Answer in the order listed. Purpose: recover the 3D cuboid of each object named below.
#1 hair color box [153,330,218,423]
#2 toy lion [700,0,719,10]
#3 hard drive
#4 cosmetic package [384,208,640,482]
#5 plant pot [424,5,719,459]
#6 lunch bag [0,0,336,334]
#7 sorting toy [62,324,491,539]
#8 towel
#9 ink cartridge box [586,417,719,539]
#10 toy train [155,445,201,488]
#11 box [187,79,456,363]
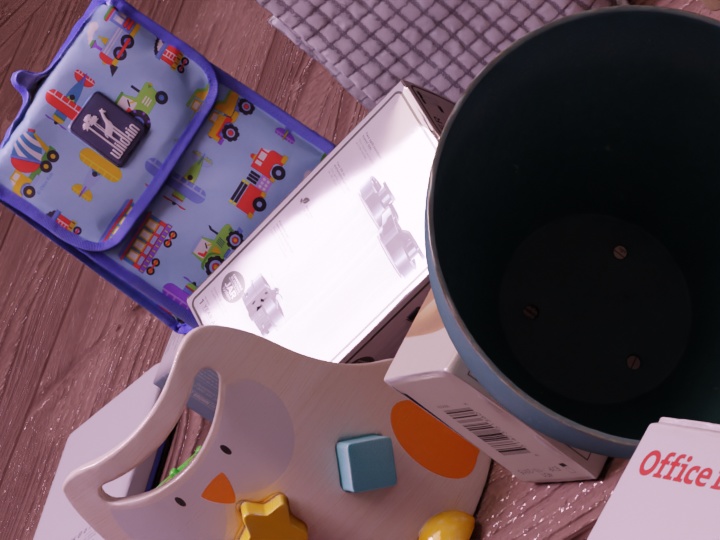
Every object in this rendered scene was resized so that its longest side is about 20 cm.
[{"bbox_3d":[-0.048,0.015,1.662,0.200,0.060,0.099,-35,28,45],"label":"hair color box"},{"bbox_3d":[0.269,-0.198,1.290,0.192,0.069,0.200,-54,18,-20],"label":"toy lion"},{"bbox_3d":[-0.190,0.171,1.788,0.132,0.025,0.201,-38,26,39],"label":"hard drive"},{"bbox_3d":[0.106,-0.004,1.275,0.201,0.105,0.071,-61,20,-20],"label":"cosmetic package"},{"bbox_3d":[0.119,-0.002,1.152,0.201,0.199,0.135,-62,-2,-19],"label":"plant pot"},{"bbox_3d":[-0.142,-0.072,1.630,0.151,0.199,0.094,-58,19,-9],"label":"lunch bag"},{"bbox_3d":[-0.053,0.119,1.328,0.200,0.180,0.107,-49,20,16],"label":"sorting toy"},{"bbox_3d":[0.045,-0.178,1.554,0.165,0.200,0.086,-42,22,29],"label":"towel"},{"bbox_3d":[0.128,0.167,0.974,0.201,0.086,0.146,-58,20,-12],"label":"ink cartridge box"},{"bbox_3d":[-0.089,0.122,1.619,0.200,0.042,0.057,-40,14,35],"label":"toy train"},{"bbox_3d":[0.000,0.000,1.493,0.200,0.060,0.117,-46,54,21],"label":"box"}]
